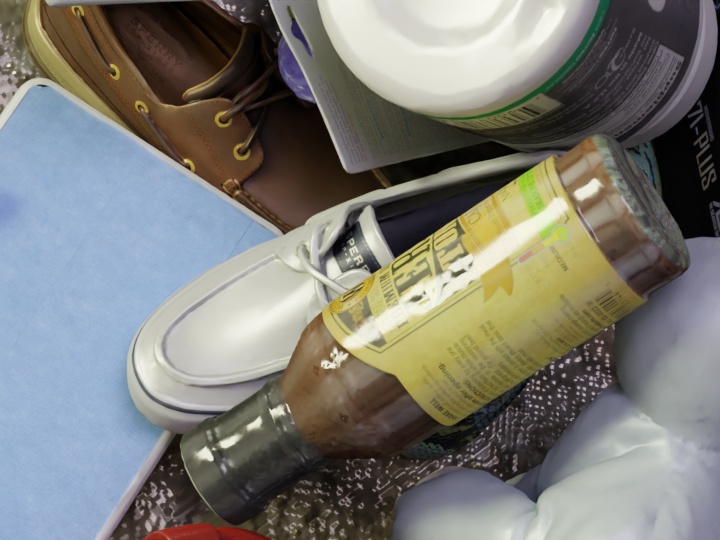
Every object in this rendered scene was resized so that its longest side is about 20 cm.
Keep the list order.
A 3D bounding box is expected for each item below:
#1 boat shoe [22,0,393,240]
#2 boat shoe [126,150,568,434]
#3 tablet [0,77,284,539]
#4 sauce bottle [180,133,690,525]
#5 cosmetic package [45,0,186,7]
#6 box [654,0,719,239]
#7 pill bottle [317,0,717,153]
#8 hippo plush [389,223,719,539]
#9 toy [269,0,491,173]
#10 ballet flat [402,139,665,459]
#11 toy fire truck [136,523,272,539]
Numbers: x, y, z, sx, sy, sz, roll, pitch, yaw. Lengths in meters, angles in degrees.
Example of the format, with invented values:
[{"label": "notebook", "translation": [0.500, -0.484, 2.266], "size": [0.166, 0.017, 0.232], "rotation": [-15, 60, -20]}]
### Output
[{"label": "boat shoe", "translation": [-0.056, -0.064, 1.113], "size": [0.200, 0.068, 0.072], "rotation": [41, 63, 4]}, {"label": "boat shoe", "translation": [0.000, 0.000, 1.047], "size": [0.199, 0.065, 0.074], "rotation": [-25, 68, -11]}, {"label": "tablet", "translation": [-0.130, 0.034, 1.064], "size": [0.130, 0.014, 0.201], "rotation": [33, 71, -1]}, {"label": "sauce bottle", "translation": [0.023, 0.027, 0.988], "size": [0.199, 0.065, 0.065], "rotation": [-34, 76, 13]}, {"label": "cosmetic package", "translation": [-0.109, -0.184, 1.072], "size": [0.071, 0.102, 0.200], "rotation": [-3, 25, -17]}, {"label": "box", "translation": [0.234, -0.065, 1.176], "size": [0.198, 0.086, 0.165], "rotation": [2, 66, -23]}, {"label": "pill bottle", "translation": [0.069, -0.104, 1.045], "size": [0.112, 0.200, 0.114], "rotation": [-2, 86, 22]}, {"label": "hippo plush", "translation": [0.102, 0.061, 1.027], "size": [0.158, 0.200, 0.162], "rotation": [18, 86, 31]}, {"label": "toy", "translation": [0.002, -0.096, 1.106], "size": [0.200, 0.047, 0.116], "rotation": [-18, 83, -61]}, {"label": "ballet flat", "translation": [0.076, -0.002, 1.125], "size": [0.074, 0.074, 0.200], "rotation": [37, 62, 2]}, {"label": "toy fire truck", "translation": [-0.017, 0.177, 1.004], "size": [0.199, 0.128, 0.177], "rotation": [-7, 72, -38]}]
